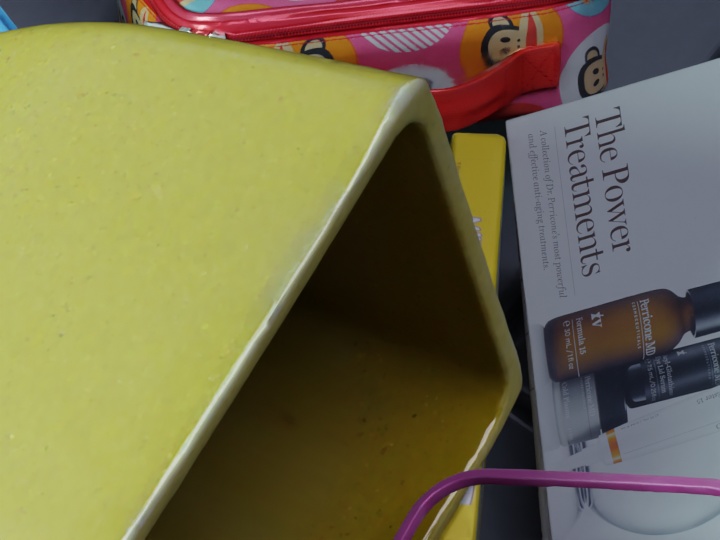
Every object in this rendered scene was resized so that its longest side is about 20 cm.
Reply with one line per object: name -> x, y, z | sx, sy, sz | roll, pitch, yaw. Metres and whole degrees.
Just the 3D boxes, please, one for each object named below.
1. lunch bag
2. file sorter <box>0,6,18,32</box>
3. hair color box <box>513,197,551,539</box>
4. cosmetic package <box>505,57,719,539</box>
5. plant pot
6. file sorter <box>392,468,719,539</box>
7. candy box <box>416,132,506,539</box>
lunch bag -> 0.002, -0.109, 0.939 | 0.199, 0.082, 0.176 | -8, 35, -14
file sorter -> -0.242, -0.048, 0.868 | 0.199, 0.123, 0.139 | -31, 69, -25
hair color box -> 0.127, 0.056, 0.887 | 0.110, 0.064, 0.201 | -13, 60, 19
cosmetic package -> 0.138, 0.017, 0.833 | 0.150, 0.052, 0.201 | -15, 57, 16
plant pot -> -0.089, 0.035, 0.737 | 0.199, 0.195, 0.196 | 22, 67, 25
file sorter -> 0.090, 0.173, 0.737 | 0.138, 0.201, 0.126 | -1, 43, 37
candy box -> 0.037, 0.058, 0.870 | 0.026, 0.102, 0.201 | 6, 59, 1
